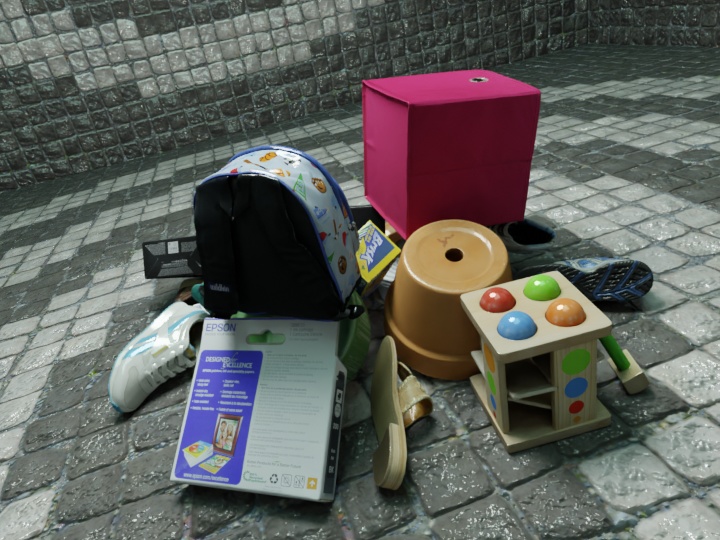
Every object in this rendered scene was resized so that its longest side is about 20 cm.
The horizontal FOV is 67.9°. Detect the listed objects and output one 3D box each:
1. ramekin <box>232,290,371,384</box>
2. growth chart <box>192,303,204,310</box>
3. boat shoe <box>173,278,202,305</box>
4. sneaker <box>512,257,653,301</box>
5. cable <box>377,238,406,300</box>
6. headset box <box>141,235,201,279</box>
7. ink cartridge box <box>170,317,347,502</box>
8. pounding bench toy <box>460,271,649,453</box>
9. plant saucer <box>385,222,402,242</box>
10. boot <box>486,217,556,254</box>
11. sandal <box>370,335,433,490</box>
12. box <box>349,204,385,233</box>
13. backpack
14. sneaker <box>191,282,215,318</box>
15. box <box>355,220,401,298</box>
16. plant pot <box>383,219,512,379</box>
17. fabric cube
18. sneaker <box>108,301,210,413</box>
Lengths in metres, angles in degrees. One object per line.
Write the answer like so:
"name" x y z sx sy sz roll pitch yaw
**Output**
"ramekin" -0.082 0.081 0.735 0.198 0.098 0.202 -8 67 19
"growth chart" -0.227 0.057 0.935 0.199 0.018 0.145 -39 51 -13
"boat shoe" -0.269 0.052 1.009 0.198 0.073 0.072 -4 39 20
"sneaker" 0.333 0.020 0.820 0.198 0.077 0.077 -2 6 20
"cable" 0.118 -0.007 0.950 0.198 0.070 0.201 -7 28 13
"headset box" -0.317 -0.027 1.092 0.147 0.078 0.200 -5 -1 18
"ink cartridge box" -0.116 0.156 0.637 0.196 0.043 0.202 -2 69 21
"pounding bench toy" 0.234 0.085 0.618 0.198 0.157 0.125 -14 28 -4
"plant saucer" 0.037 -0.064 1.043 0.199 0.033 0.200 -30 7 4
"boot" 0.213 -0.070 0.864 0.198 0.074 0.096 7 -3 -8
"sandal" 0.056 0.173 0.652 0.069 0.078 0.213 18 33 -10
"box" -0.073 -0.073 0.937 0.140 0.080 0.199 -13 13 -42
"backpack" -0.093 -0.046 0.620 0.198 0.192 0.155 -1 40 20
"sneaker" -0.214 0.074 0.822 0.120 0.084 0.201 23 65 7
"box" 0.000 0.000 0.812 0.070 0.064 0.200 -44 -6 -16
"plant pot" 0.126 0.027 0.735 0.198 0.141 0.201 -4 47 4
"fabric cube" 0.125 -0.186 0.818 0.197 0.202 0.197 -9 30 -15
"sneaker" -0.305 0.133 0.829 0.080 0.077 0.201 12 50 23
